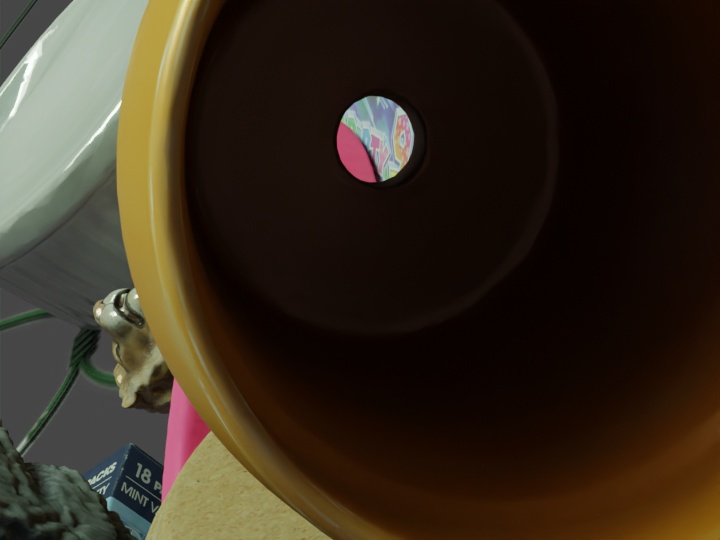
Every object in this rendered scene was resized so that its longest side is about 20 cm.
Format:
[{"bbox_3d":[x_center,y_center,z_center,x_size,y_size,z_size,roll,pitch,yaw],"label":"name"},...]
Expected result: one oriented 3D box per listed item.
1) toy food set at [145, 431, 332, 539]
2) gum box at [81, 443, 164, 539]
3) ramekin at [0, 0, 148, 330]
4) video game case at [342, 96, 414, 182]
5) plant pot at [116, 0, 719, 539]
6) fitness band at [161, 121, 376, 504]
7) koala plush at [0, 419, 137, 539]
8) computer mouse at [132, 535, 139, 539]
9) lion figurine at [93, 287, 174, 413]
[{"bbox_3d":[0.034,0.066,0.687,0.200,0.049,0.198,-14,26,9],"label":"toy food set"},{"bbox_3d":[-0.150,0.184,0.947,0.170,0.045,0.200,-34,29,36],"label":"gum box"},{"bbox_3d":[-0.113,-0.061,1.185,0.202,0.094,0.202,-40,25,24],"label":"ramekin"},{"bbox_3d":[0.000,0.000,0.838,0.143,0.018,0.200,-135,50,-68],"label":"video game case"},{"bbox_3d":[0.025,-0.029,0.632,0.200,0.200,0.183,-54,16,-6],"label":"plant pot"},{"bbox_3d":[-0.036,0.044,0.842,0.144,0.037,0.200,-141,59,-67],"label":"fitness band"},{"bbox_3d":[-0.129,0.143,0.574,0.200,0.184,0.177,-56,37,13],"label":"koala plush"},{"bbox_3d":[-0.116,0.175,0.815,0.053,0.138,0.200,98,-176,-51],"label":"computer mouse"},{"bbox_3d":[-0.036,-0.025,1.038,0.123,0.072,0.200,-49,5,40],"label":"lion figurine"}]
